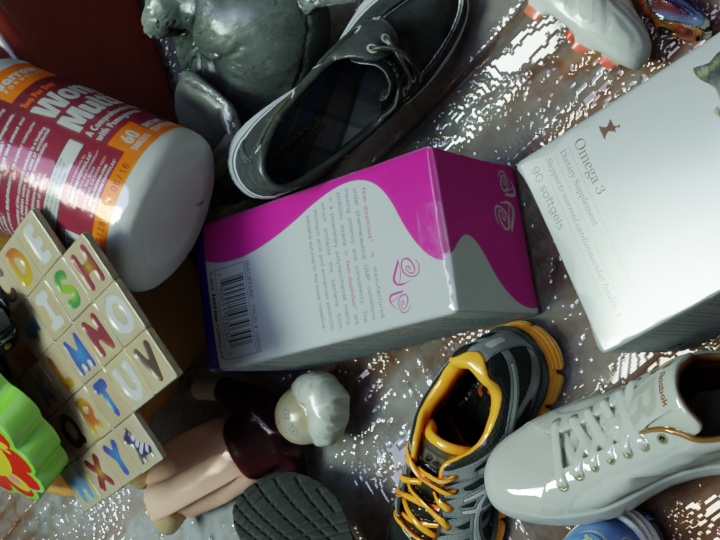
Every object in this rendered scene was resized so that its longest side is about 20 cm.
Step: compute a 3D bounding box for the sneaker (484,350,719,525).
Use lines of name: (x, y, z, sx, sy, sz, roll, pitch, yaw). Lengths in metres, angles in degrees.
sneaker: (0.150, 0.080, 0.654, 0.199, 0.085, 0.073, -20, 50, 21)

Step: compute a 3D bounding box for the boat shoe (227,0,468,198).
boat shoe: (0.000, -0.119, 0.758, 0.200, 0.070, 0.066, -40, 19, -12)

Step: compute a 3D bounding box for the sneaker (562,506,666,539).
sneaker: (0.107, 0.227, 0.706, 0.076, 0.077, 0.201, 27, 105, 33)

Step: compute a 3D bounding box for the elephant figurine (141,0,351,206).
elephant figurine: (-0.084, -0.107, 0.854, 0.155, 0.141, 0.201, -128, 40, -77)

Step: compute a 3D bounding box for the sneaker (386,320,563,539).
sneaker: (0.055, 0.123, 0.752, 0.078, 0.077, 0.201, 27, 106, 33)

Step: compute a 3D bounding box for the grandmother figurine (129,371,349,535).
grandmother figurine: (-0.082, 0.129, 0.866, 0.200, 0.061, 0.121, -33, 98, 33)

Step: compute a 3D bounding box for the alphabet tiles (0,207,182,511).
alphabet tiles: (-0.183, 0.058, 0.764, 0.168, 0.008, 0.200, 56, 139, 2)

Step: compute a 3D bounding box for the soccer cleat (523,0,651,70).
soccer cleat: (0.116, -0.202, 0.730, 0.078, 0.069, 0.200, -48, 59, 22)

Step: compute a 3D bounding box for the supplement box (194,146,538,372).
supplement box: (0.000, 0.000, 0.784, 0.199, 0.103, 0.102, -16, 77, 37)

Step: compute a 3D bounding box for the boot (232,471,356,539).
boot: (-0.012, 0.229, 0.783, 0.200, 0.070, 0.132, 40, 149, 48)

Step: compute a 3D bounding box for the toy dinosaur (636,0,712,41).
toy dinosaur: (0.232, -0.203, 0.657, 0.105, 0.200, 0.181, 50, 149, -13)

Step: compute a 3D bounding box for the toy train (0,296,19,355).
toy train: (-0.288, 0.021, 0.817, 0.199, 0.034, 0.046, 17, 135, 44)

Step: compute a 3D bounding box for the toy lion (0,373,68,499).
toy lion: (-0.288, 0.072, 0.797, 0.191, 0.200, 0.069, 5, 48, 42)

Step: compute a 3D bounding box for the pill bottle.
pill bottle: (-0.204, -0.071, 0.782, 0.199, 0.110, 0.110, 23, 102, 15)

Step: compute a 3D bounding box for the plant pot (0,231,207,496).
plant pot: (-0.205, 0.042, 0.885, 0.199, 0.140, 0.201, 22, 128, 32)

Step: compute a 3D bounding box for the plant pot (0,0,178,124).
plant pot: (-0.263, -0.127, 0.945, 0.200, 0.200, 0.176, -46, 74, 26)

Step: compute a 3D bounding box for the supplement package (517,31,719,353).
supplement package: (0.205, -0.050, 0.621, 0.200, 0.117, 0.117, -33, 68, 31)
